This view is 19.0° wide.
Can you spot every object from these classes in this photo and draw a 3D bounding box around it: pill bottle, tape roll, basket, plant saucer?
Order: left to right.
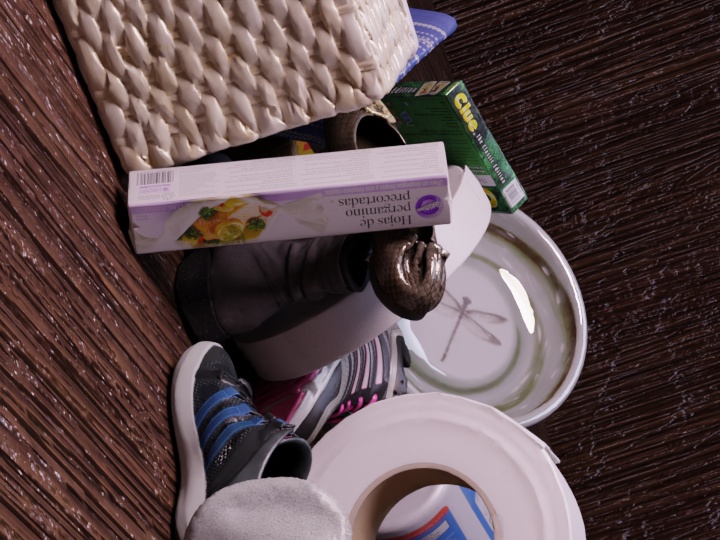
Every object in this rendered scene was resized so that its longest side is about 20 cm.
[{"bbox_3d":[-0.086,-0.182,1.368,0.161,0.197,0.201,-72,143,-69],"label":"basket"},{"bbox_3d":[0.000,0.000,1.490,0.037,0.202,0.203,54,13,-14],"label":"tape roll"},{"bbox_3d":[0.046,0.196,1.684,0.200,0.111,0.113,61,14,-53],"label":"pill bottle"},{"bbox_3d":[0.048,0.184,1.419,0.071,0.201,0.204,46,27,-69],"label":"tape roll"},{"bbox_3d":[0.080,0.037,1.668,0.050,0.199,0.202,-42,-121,56],"label":"plant saucer"}]

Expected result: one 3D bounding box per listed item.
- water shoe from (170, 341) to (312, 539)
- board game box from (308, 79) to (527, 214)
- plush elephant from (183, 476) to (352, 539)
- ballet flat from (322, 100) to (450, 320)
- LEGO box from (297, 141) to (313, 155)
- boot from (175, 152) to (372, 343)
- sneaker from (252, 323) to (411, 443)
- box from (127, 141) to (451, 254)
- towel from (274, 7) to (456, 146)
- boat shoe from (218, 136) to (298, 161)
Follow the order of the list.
[{"bbox_3d":[-0.064,0.113,1.264,0.201,0.078,0.072,-98,166,-51],"label":"water shoe"},{"bbox_3d":[0.029,-0.090,1.567,0.199,0.023,0.105,6,-49,53],"label":"board game box"},{"bbox_3d":[-0.043,0.191,0.974,0.200,0.154,0.166,58,16,-59],"label":"plush elephant"},{"bbox_3d":[0.021,-0.053,1.384,0.067,0.046,0.201,17,39,-29],"label":"ballet flat"},{"bbox_3d":[-0.031,-0.011,1.733,0.200,0.077,0.150,-85,156,-69],"label":"LEGO box"},{"bbox_3d":[-0.052,-0.027,1.453,0.201,0.131,0.070,-97,165,-53],"label":"boot"},{"bbox_3d":[-0.012,0.082,1.515,0.088,0.073,0.200,54,31,-14],"label":"sneaker"},{"bbox_3d":[-0.044,-0.045,1.320,0.042,0.198,0.039,-97,-178,-53],"label":"box"},{"bbox_3d":[-0.033,-0.145,1.546,0.200,0.144,0.024,-46,139,-46],"label":"towel"},{"bbox_3d":[-0.086,-0.108,1.620,0.202,0.073,0.063,67,11,19],"label":"boat shoe"}]
